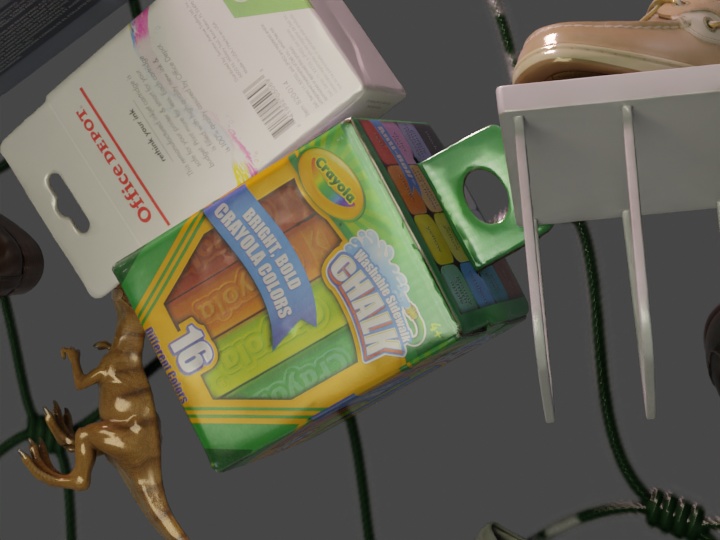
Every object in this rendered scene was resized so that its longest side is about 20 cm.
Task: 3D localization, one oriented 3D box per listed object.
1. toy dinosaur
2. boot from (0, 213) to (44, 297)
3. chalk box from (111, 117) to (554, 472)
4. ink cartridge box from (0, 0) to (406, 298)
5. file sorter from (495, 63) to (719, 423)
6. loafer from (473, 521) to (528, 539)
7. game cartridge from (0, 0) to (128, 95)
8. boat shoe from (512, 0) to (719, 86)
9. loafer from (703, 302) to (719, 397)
[{"bbox_3d":[-0.134,0.100,0.983,0.106,0.060,0.200,-15,88,21],"label":"toy dinosaur"},{"bbox_3d":[-0.297,-0.036,0.964,0.186,0.200,0.064,26,102,18],"label":"boot"},{"bbox_3d":[0.000,0.000,0.888,0.200,0.124,0.125,-32,82,21],"label":"chalk box"},{"bbox_3d":[-0.090,-0.084,0.950,0.200,0.067,0.117,-36,80,19],"label":"ink cartridge box"},{"bbox_3d":[0.168,-0.009,0.756,0.200,0.139,0.125,-5,70,7],"label":"file sorter"},{"bbox_3d":[0.136,0.196,0.874,0.200,0.070,0.070,24,110,20],"label":"loafer"},{"bbox_3d":[-0.203,-0.149,0.957,0.200,0.133,0.042,-32,73,20],"label":"game cartridge"},{"bbox_3d":[0.152,-0.097,0.796,0.072,0.200,0.065,-32,61,55],"label":"boat shoe"},{"bbox_3d":[0.224,0.102,0.831,0.073,0.071,0.200,-37,79,20],"label":"loafer"}]
